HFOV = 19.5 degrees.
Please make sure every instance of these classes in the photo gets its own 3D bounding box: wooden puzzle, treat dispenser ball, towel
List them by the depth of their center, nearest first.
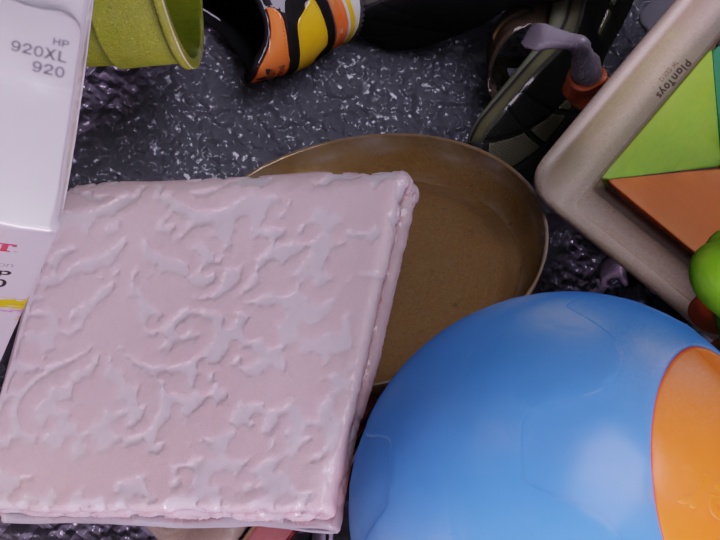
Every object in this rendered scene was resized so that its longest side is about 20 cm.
[{"bbox_3d":[0.094,0.110,0.948,0.201,0.201,0.201,9,63,-17],"label":"treat dispenser ball"},{"bbox_3d":[-0.080,0.037,1.029,0.200,0.032,0.191,-1,60,24],"label":"towel"},{"bbox_3d":[0.215,-0.052,1.040,0.200,0.037,0.185,40,91,14],"label":"wooden puzzle"}]

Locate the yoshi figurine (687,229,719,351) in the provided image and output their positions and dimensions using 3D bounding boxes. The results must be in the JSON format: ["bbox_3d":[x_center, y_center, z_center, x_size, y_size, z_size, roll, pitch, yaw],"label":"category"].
[{"bbox_3d":[0.237,0.053,0.960,0.112,0.112,0.200,-40,91,2],"label":"yoshi figurine"}]

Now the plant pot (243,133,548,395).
[{"bbox_3d":[0.000,0.000,1.093,0.200,0.028,0.200,-8,41,7],"label":"plant pot"}]

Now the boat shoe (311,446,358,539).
[{"bbox_3d":[0.042,0.093,1.092,0.074,0.068,0.199,38,58,0],"label":"boat shoe"}]

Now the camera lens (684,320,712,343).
[{"bbox_3d":[0.244,0.114,1.103,0.160,0.160,0.200,5,67,-19],"label":"camera lens"}]

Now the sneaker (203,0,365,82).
[{"bbox_3d":[-0.088,-0.194,1.181,0.090,0.070,0.200,-36,83,-33],"label":"sneaker"}]

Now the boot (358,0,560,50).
[{"bbox_3d":[0.081,-0.226,1.208,0.073,0.203,0.154,39,40,-51],"label":"boot"}]

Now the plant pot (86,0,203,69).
[{"bbox_3d":[-0.194,-0.185,1.063,0.193,0.200,0.201,-9,66,4],"label":"plant pot"}]

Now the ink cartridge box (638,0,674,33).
[{"bbox_3d":[0.255,-0.091,1.184,0.144,0.085,0.200,32,21,-26],"label":"ink cartridge box"}]

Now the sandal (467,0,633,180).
[{"bbox_3d":[0.108,-0.132,1.235,0.057,0.080,0.201,14,58,25],"label":"sandal"}]

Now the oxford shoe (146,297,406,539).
[{"bbox_3d":[-0.036,0.071,1.074,0.075,0.070,0.200,33,57,3],"label":"oxford shoe"}]

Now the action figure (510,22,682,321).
[{"bbox_3d":[0.167,-0.033,1.171,0.193,0.105,0.200,14,63,-45],"label":"action figure"}]

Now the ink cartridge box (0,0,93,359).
[{"bbox_3d":[-0.222,-0.051,0.984,0.147,0.200,0.145,11,62,-16],"label":"ink cartridge box"}]
